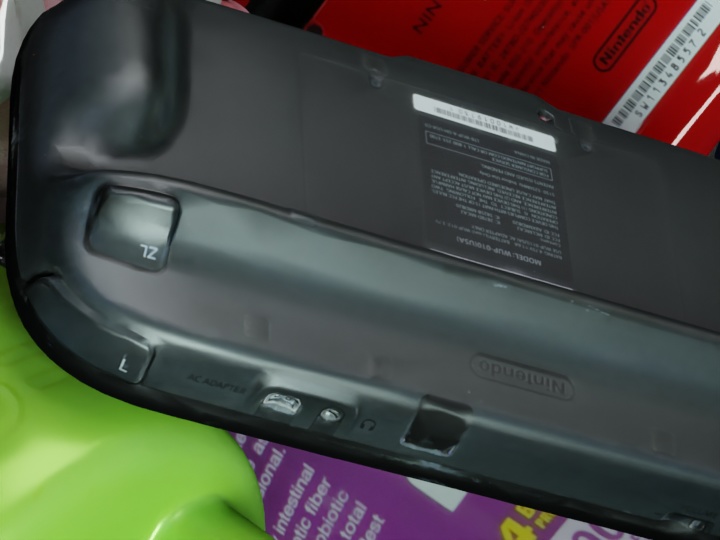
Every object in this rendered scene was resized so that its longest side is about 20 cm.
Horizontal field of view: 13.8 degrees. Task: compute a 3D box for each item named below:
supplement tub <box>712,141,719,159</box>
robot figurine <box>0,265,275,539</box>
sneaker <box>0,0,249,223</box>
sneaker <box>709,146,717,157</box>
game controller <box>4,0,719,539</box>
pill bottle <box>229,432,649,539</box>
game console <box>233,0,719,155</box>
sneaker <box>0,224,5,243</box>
[{"bbox_3d":[0.161,0.004,0.825,0.145,0.200,0.145,17,21,-7],"label":"supplement tub"},{"bbox_3d":[-0.101,0.050,0.603,0.200,0.116,0.175,31,36,29],"label":"robot figurine"},{"bbox_3d":[-0.077,-0.056,0.637,0.104,0.076,0.200,0,-13,11],"label":"sneaker"},{"bbox_3d":[0.137,0.003,0.955,0.199,0.094,0.070,0,28,-40],"label":"sneaker"},{"bbox_3d":[0.024,0.001,0.606,0.200,0.042,0.104,16,36,-21],"label":"game controller"},{"bbox_3d":[0.012,0.051,0.704,0.200,0.112,0.112,32,24,30],"label":"pill bottle"},{"bbox_3d":[0.034,-0.099,0.814,0.172,0.200,0.119,37,10,-1],"label":"game console"},{"bbox_3d":[-0.118,-0.028,0.796,0.078,0.080,0.200,60,14,-17],"label":"sneaker"}]
